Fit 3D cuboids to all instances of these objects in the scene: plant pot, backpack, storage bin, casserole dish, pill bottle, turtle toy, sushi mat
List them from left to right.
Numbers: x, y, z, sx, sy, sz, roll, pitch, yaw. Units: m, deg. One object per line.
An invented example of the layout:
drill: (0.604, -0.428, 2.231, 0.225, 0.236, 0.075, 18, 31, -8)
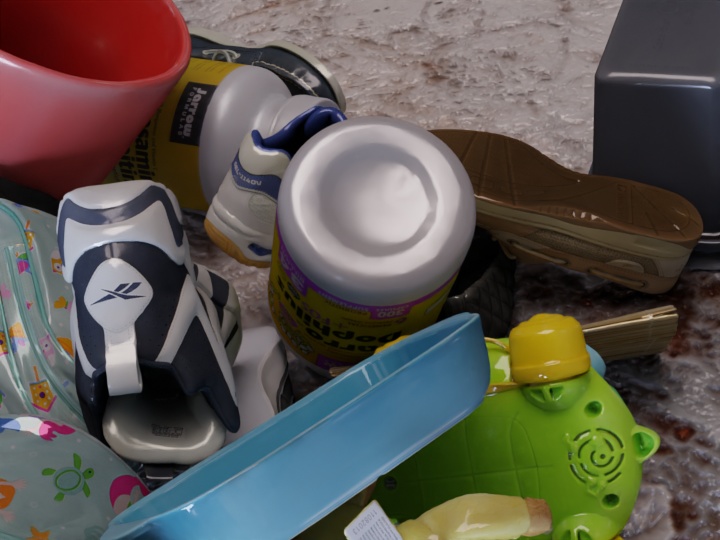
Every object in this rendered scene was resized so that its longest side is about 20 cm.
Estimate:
backpack: (-0.188, 0.158, 0.656, 0.200, 0.178, 0.151, -13, 36, 18)
plant pot: (-0.235, -0.114, 0.904, 0.200, 0.177, 0.200, 22, 33, -15)
backpack: (-0.196, 0.046, 0.817, 0.127, 0.167, 0.200, -38, 52, 19)
pill bottle: (-0.116, -0.098, 1.006, 0.200, 0.112, 0.112, 11, 45, 25)
casserole dish: (-0.021, 0.080, 0.610, 0.200, 0.039, 0.121, -30, 1, -30)
pill bottle: (0.000, 0.000, 0.790, 0.104, 0.200, 0.104, 2, 68, -5)
turtle toy: (0.061, 0.099, 0.729, 0.200, 0.146, 0.101, -9, 2, 25)
sushi mat: (0.084, 0.053, 0.806, 0.200, 0.096, 0.012, -11, 72, 1)
storage bin: (0.224, -0.116, 0.930, 0.145, 0.134, 0.200, 6, 44, 20)

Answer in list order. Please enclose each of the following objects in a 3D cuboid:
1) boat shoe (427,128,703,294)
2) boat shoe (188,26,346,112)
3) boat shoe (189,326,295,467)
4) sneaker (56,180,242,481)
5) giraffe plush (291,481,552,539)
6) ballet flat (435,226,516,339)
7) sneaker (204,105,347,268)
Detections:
boat shoe: (0.111, -0.032, 0.873, 0.200, 0.065, 0.071, 18, 42, 4)
boat shoe: (-0.097, -0.147, 1.089, 0.200, 0.075, 0.062, 24, 50, 37)
boat shoe: (-0.064, 0.093, 0.808, 0.072, 0.068, 0.200, -22, 19, -2)
sneaker: (-0.101, 0.054, 0.704, 0.079, 0.199, 0.130, -6, 64, -3)
giraffe plush: (0.001, 0.172, 0.637, 0.172, 0.200, 0.162, -22, 16, -24)
ballet flat: (0.074, -0.022, 0.915, 0.066, 0.057, 0.200, -5, 40, 6)
sneaker: (-0.010, -0.065, 0.894, 0.075, 0.088, 0.200, 37, 36, 21)
